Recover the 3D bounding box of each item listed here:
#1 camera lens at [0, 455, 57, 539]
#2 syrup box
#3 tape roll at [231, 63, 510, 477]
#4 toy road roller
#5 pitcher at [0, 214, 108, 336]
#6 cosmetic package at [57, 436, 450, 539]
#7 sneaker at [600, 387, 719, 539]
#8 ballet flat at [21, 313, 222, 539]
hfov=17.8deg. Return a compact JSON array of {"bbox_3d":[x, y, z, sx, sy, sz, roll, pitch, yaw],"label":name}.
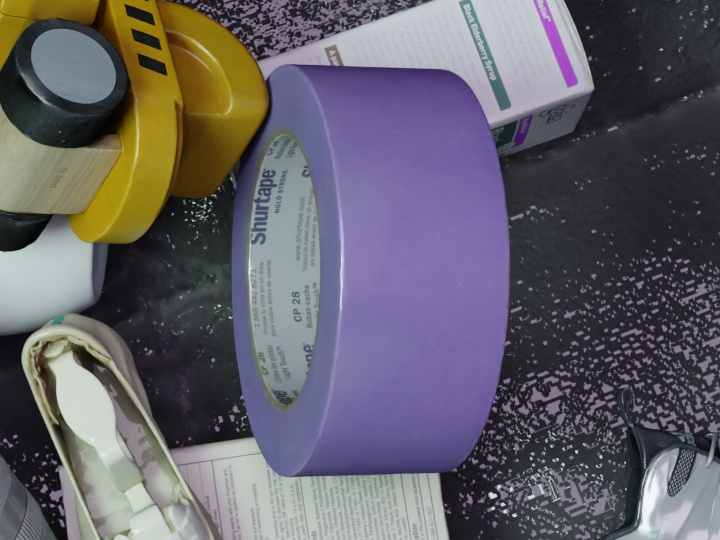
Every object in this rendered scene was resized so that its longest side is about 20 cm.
[{"bbox_3d":[-0.249,0.124,1.113,0.160,0.160,0.201,-37,113,-10],"label":"camera lens"},{"bbox_3d":[0.022,-0.091,1.266,0.199,0.079,0.082,-19,79,-7],"label":"syrup box"},{"bbox_3d":[0.000,0.000,1.128,0.084,0.200,0.202,1,78,-17],"label":"tape roll"},{"bbox_3d":[-0.134,-0.107,1.148,0.145,0.123,0.201,3,56,-30],"label":"toy road roller"},{"bbox_3d":[-0.236,-0.020,1.194,0.198,0.172,0.122,4,111,-1],"label":"pitcher"},{"bbox_3d":[-0.055,0.143,1.217,0.198,0.073,0.104,-7,78,-4],"label":"cosmetic package"},{"bbox_3d":[0.200,0.101,1.237,0.140,0.078,0.200,41,79,5],"label":"sneaker"},{"bbox_3d":[-0.116,0.112,1.150,0.069,0.069,0.201,-26,80,-8],"label":"ballet flat"}]
